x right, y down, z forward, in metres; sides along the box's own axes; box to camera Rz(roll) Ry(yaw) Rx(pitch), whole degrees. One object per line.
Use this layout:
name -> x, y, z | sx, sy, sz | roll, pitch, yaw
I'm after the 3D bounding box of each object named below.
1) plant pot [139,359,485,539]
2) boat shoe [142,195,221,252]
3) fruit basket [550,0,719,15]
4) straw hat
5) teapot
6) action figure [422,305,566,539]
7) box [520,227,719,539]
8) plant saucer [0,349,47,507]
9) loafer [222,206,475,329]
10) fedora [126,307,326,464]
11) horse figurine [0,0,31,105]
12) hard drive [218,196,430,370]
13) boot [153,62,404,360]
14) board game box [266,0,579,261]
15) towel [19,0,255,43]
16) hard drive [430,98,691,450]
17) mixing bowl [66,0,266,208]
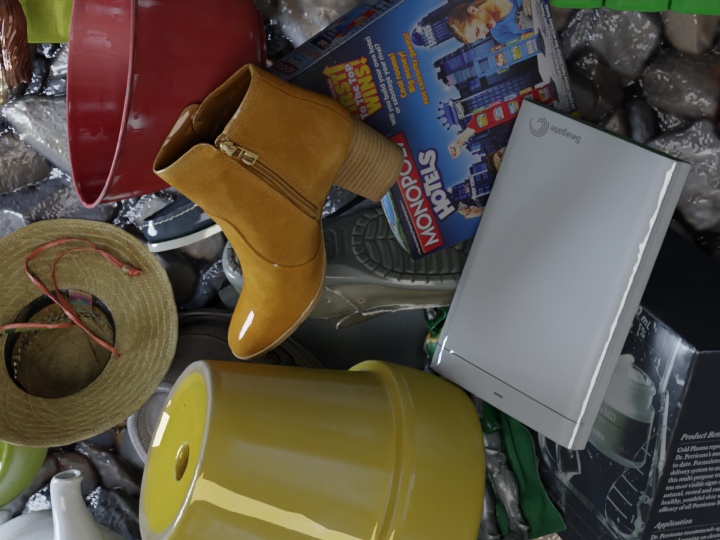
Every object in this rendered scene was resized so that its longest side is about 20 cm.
plant pot -> -0.043, 0.149, 1.019 | 0.187, 0.201, 0.202 | 17, 114, -21
boat shoe -> -0.080, -0.078, 1.095 | 0.199, 0.075, 0.062 | -26, 110, 13
fruit basket -> 0.207, -0.268, 0.946 | 0.213, 0.156, 0.217 | 3, 128, 4
straw hat -> -0.226, 0.066, 1.137 | 0.199, 0.203, 0.085 | 5, 145, 2
teapot -> -0.268, 0.265, 1.215 | 0.199, 0.197, 0.147 | -33, 78, -3
action figure -> 0.080, 0.106, 1.099 | 0.118, 0.054, 0.202 | -31, 70, 50
box -> 0.200, 0.092, 1.062 | 0.123, 0.200, 0.198 | 0, 116, -29
plant saucer -> -0.347, 0.119, 1.183 | 0.198, 0.031, 0.202 | 2, 112, 4
loafer -> 0.000, 0.000, 1.097 | 0.198, 0.076, 0.070 | 1, 144, 4
fedora -> -0.103, 0.127, 1.152 | 0.200, 0.090, 0.176 | 47, 126, -11
horse figurine -> -0.316, -0.190, 1.074 | 0.198, 0.050, 0.134 | 14, 114, 13
hard drive -> 0.010, 0.018, 1.150 | 0.199, 0.033, 0.140 | -31, 107, 16
boot -> -0.078, -0.038, 0.973 | 0.143, 0.071, 0.202 | 21, 117, -33
board game box -> 0.044, -0.121, 1.039 | 0.198, 0.062, 0.202 | -22, 111, -8
towel -> -0.175, -0.205, 1.080 | 0.198, 0.018, 0.087 | 1, 112, 4
hard drive -> 0.130, 0.000, 1.001 | 0.131, 0.027, 0.202 | 29, 105, 39
mixing bowl -> -0.129, -0.141, 1.012 | 0.107, 0.200, 0.202 | 1, 115, -23
